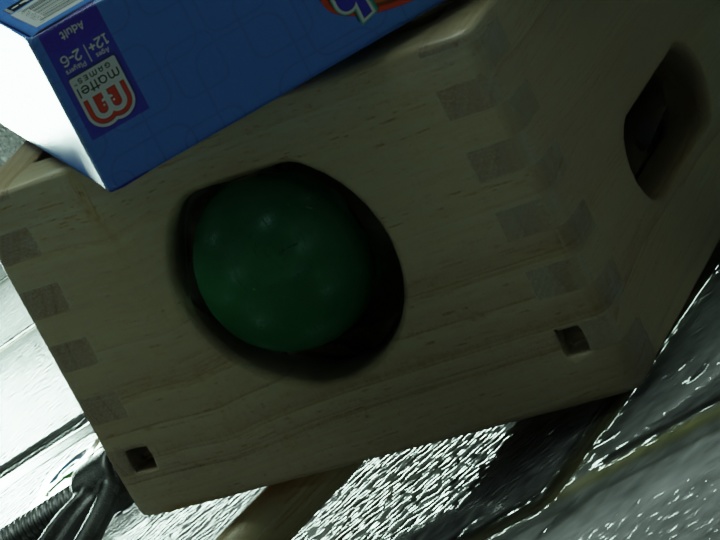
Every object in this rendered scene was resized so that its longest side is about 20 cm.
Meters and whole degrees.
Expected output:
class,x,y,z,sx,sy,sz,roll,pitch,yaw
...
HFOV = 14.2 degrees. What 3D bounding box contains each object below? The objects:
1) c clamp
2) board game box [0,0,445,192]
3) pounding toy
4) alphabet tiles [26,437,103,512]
class,x,y,z,sx,sy,sz,roll,pitch,yaw
c clamp,-0.135,0.115,1.027,0.200,0.027,0.171,-35,18,30
board game box,-0.006,-0.097,0.740,0.199,0.045,0.152,-31,18,-10
pounding toy,0.000,0.000,0.773,0.183,0.143,0.200,-17,21,31
alphabet tiles,-0.059,0.047,1.138,0.200,0.008,0.167,-37,8,9
